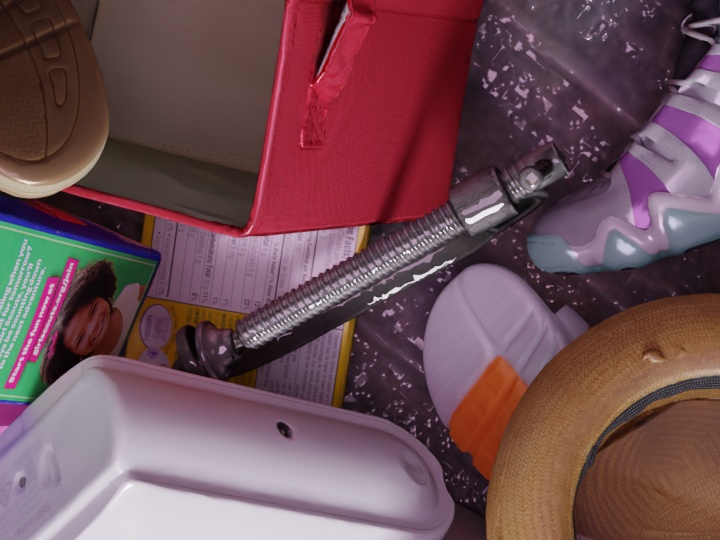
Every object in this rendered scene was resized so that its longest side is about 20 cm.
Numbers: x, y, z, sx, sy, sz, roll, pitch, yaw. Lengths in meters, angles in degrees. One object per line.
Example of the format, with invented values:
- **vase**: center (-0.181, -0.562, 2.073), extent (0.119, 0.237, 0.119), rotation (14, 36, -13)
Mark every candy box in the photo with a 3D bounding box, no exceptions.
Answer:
- **candy box**: center (-0.057, 0.054, 0.876), extent (0.101, 0.026, 0.201), rotation (10, 100, 1)
- **candy box**: center (-0.194, -0.014, 0.710), extent (0.168, 0.200, 0.077), rotation (22, 93, 19)

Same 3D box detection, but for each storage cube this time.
- **storage cube**: center (-0.060, -0.119, 0.751), extent (0.199, 0.180, 0.172), rotation (16, 100, 25)

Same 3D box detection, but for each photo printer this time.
- **photo printer**: center (-0.070, 0.115, 0.782), extent (0.166, 0.199, 0.070), rotation (-42, 52, 28)

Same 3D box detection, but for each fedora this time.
- **fedora**: center (0.145, 0.109, 0.759), extent (0.199, 0.082, 0.202), rotation (0, 76, -2)

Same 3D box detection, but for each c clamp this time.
- **c clamp**: center (0.000, 0.000, 0.764), extent (0.199, 0.171, 0.027), rotation (-30, 86, 18)

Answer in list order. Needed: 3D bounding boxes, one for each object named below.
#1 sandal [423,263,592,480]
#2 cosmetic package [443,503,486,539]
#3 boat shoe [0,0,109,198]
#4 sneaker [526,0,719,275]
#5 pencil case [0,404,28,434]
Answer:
- **sandal**: center (0.107, 0.084, 0.847), extent (0.207, 0.059, 0.079), rotation (53, 128, 5)
- **cosmetic package**: center (0.052, 0.241, 0.822), extent (0.166, 0.167, 0.201), rotation (31, 101, -1)
- **boat shoe**: center (-0.159, -0.092, 0.672), extent (0.071, 0.065, 0.200), rotation (-32, 69, -30)
- **sneaker**: center (0.144, -0.090, 0.814), extent (0.199, 0.078, 0.141), rotation (-23, 94, -1)
- **pencil case**: center (-0.170, 0.081, 0.862), extent (0.093, 0.091, 0.202), rotation (-8, 97, -28)
